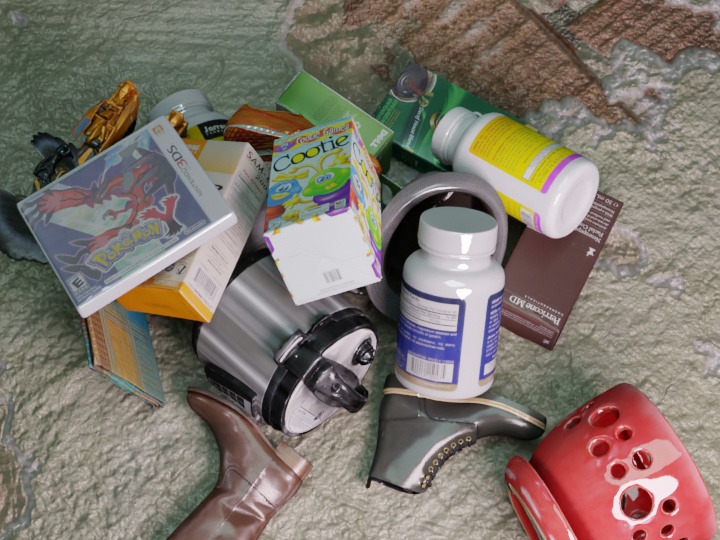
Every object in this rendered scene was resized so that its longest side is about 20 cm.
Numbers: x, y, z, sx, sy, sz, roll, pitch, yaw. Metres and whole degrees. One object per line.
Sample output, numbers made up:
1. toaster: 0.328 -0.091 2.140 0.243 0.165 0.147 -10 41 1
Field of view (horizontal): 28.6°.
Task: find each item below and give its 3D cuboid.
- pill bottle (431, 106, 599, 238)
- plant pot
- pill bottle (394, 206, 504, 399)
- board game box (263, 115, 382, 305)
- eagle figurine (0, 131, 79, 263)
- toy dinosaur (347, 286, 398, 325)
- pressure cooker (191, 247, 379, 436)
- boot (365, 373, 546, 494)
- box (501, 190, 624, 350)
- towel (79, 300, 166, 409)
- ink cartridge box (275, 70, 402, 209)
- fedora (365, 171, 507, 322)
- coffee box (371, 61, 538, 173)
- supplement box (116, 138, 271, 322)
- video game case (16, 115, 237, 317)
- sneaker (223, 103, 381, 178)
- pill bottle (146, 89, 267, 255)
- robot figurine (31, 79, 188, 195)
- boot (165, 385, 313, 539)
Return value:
1. pill bottle: 0.185 -0.127 1.725 0.200 0.104 0.104 33 69 29
2. plant pot: 0.272 0.253 1.587 0.182 0.201 0.201 -28 71 -4
3. pill bottle: 0.105 0.035 1.630 0.119 0.120 0.201 4 112 -2
4. board game box: -0.040 -0.071 1.596 0.104 0.103 0.200 -17 33 12
5. eagle figurine: -0.361 -0.075 1.750 0.199 0.152 0.151 24 20 38
6. toy dinosaur: 0.000 0.000 1.758 0.088 0.048 0.201 -14 69 -26
7. pressure cooker: -0.076 0.091 1.634 0.200 0.179 0.176 39 41 23
8. boot: 0.111 0.212 1.667 0.199 0.078 0.139 10 71 16
9. box: 0.240 -0.014 1.760 0.100 0.075 0.201 26 70 9
10. towel: -0.284 0.072 1.639 0.022 0.200 0.147 -19 69 7
11. ink cartridge box: -0.012 -0.158 1.792 0.200 0.104 0.059 35 71 12
12. fedora: 0.084 -0.040 1.710 0.176 0.201 0.090 13 24 -21
13. coffee box: 0.119 -0.177 1.837 0.199 0.044 0.123 31 69 10
14. supplement box: -0.198 -0.050 1.613 0.125 0.074 0.201 6 62 31
15. video game case: -0.262 -0.064 1.569 0.199 0.023 0.182 -33 55 -8
16. sneaker: -0.065 -0.158 1.717 0.199 0.073 0.077 21 46 2
17. pill bottle: -0.187 -0.124 1.766 0.112 0.113 0.201 -27 71 -13
18. robot figurine: -0.299 -0.123 1.671 0.145 0.058 0.201 31 66 3
19. boot: -0.181 0.258 1.640 0.186 0.064 0.200 33 75 14
